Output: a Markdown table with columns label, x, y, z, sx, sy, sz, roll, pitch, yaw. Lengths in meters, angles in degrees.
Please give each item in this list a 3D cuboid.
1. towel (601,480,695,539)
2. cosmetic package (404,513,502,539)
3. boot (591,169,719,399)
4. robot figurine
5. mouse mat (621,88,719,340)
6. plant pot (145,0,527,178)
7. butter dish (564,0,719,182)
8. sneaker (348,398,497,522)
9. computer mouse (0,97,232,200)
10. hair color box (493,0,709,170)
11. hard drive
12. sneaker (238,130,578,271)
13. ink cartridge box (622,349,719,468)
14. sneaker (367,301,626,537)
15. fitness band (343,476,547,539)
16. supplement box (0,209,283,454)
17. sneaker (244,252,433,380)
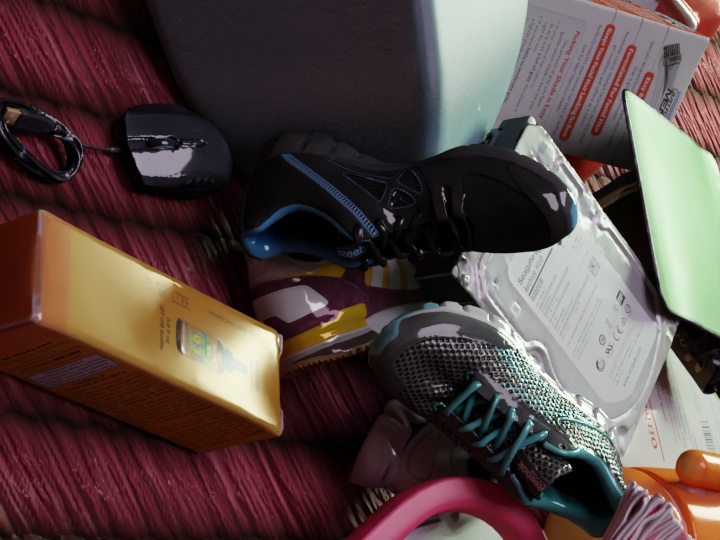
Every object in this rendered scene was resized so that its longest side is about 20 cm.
| label | x | y | z | sx | sy | sz | roll | pitch | yaw |
| --- | --- | --- | --- | --- | --- | --- | --- | --- | --- |
| towel | 0.161 | 0.214 | 1.319 | 0.146 | 0.030 | 0.200 | -63 | 157 | -8 |
| cosmetic package | 0.075 | 0.251 | 1.359 | 0.151 | 0.052 | 0.200 | -5 | 77 | -59 |
| boot | 0.227 | 0.013 | 1.560 | 0.200 | 0.077 | 0.138 | 28 | 35 | -62 |
| robot figurine | 0.204 | 0.194 | 1.499 | 0.200 | 0.144 | 0.117 | 8 | 68 | -44 |
| mouse mat | 0.231 | -0.031 | 1.529 | 0.200 | 0.008 | 0.161 | 25 | 53 | -60 |
| plant pot | -0.005 | -0.154 | 1.347 | 0.196 | 0.196 | 0.200 | -47 | 132 | -56 |
| butter dish | 0.140 | -0.197 | 1.638 | 0.200 | 0.199 | 0.148 | 41 | 0 | -37 |
| sneaker | 0.069 | 0.098 | 1.394 | 0.081 | 0.075 | 0.200 | 31 | 36 | 14 |
| computer mouse | -0.135 | -0.074 | 1.238 | 0.200 | 0.034 | 0.059 | 3 | 71 | -56 |
| hair color box | 0.136 | -0.144 | 1.529 | 0.200 | 0.111 | 0.064 | 12 | 18 | -33 |
| hard drive | 0.125 | 0.018 | 1.389 | 0.200 | 0.038 | 0.140 | 51 | 50 | -29 |
| sneaker | 0.026 | -0.027 | 1.268 | 0.082 | 0.200 | 0.073 | -67 | 155 | -44 |
| ink cartridge box | 0.202 | 0.106 | 1.621 | 0.200 | 0.067 | 0.117 | 9 | 64 | -56 |
| sneaker | 0.091 | 0.091 | 1.279 | 0.200 | 0.078 | 0.091 | 31 | 18 | -28 |
| fitness band | 0.038 | 0.210 | 1.264 | 0.200 | 0.037 | 0.144 | -41 | 98 | -29 |
| supplement box | -0.125 | 0.038 | 1.161 | 0.200 | 0.069 | 0.067 | 29 | 51 | -45 |
| sneaker | 0.000 | 0.000 | 1.367 | 0.200 | 0.075 | 0.090 | -25 | 95 | -60 |
